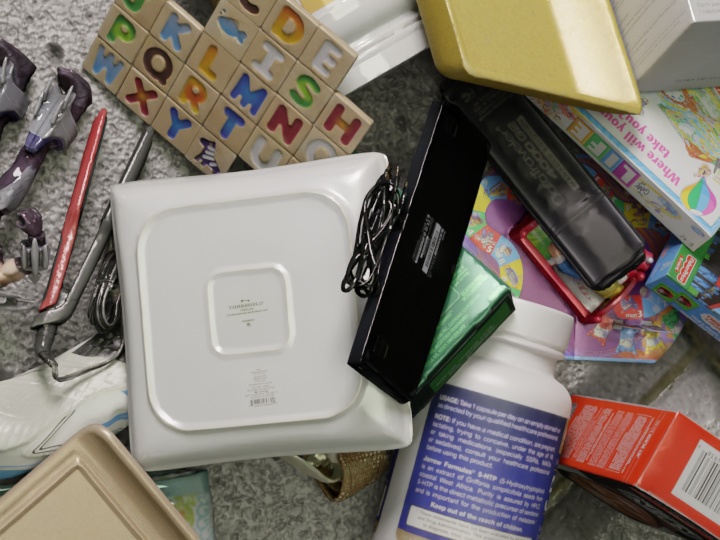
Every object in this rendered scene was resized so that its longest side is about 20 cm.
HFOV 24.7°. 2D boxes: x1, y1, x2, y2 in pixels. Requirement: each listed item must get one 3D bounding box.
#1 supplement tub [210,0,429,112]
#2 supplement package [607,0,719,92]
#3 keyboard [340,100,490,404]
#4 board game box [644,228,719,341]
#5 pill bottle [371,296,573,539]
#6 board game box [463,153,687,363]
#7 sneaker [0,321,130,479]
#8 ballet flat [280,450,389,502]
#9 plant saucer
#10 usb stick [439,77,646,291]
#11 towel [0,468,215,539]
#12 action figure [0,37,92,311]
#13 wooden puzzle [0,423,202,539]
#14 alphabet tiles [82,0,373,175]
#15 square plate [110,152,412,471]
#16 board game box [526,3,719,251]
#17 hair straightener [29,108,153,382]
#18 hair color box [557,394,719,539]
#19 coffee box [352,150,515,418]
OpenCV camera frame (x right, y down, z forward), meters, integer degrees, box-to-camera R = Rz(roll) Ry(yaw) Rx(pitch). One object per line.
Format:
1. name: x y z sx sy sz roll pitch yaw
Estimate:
1. supplement tub: -0.042 -0.220 1.159 0.144 0.144 0.201 -31 96 -11
2. supplement package: 0.239 -0.247 1.204 0.113 0.110 0.202 -6 71 -20
3. keyboard: 0.027 -0.022 1.094 0.104 0.039 0.202 43 58 -48
4. board game box: 0.332 0.007 1.273 0.199 0.037 0.152 36 64 -11
5. pill bottle: 0.088 0.120 1.193 0.118 0.120 0.202 16 87 -12
6. board game box: 0.174 -0.011 1.255 0.198 0.039 0.160 3 88 -13
7. sneaker: -0.189 0.090 1.169 0.198 0.073 0.072 -20 65 -24
8. ballet flat: -0.055 0.088 1.175 0.200 0.070 0.065 49 60 -14
9. plant saucer: 0.097 -0.200 1.149 0.199 0.048 0.202 6 62 -46
10. usb stick: 0.135 -0.074 1.227 0.055 0.033 0.201 -37 80 -3
11. towel: -0.198 0.234 1.167 0.198 0.048 0.173 -5 93 -13
12. action figure: -0.261 -0.054 1.142 0.129 0.069 0.202 19 77 4
13. wooden puzzle: -0.198 0.234 1.129 0.200 0.037 0.186 -39 99 -5
14. alphabet tiles: -0.089 -0.133 1.135 0.200 0.167 0.008 41 41 3
15. square plate: -0.071 0.028 1.110 0.198 0.028 0.201 -6 84 10
16. board game box: 0.220 -0.131 1.238 0.200 0.034 0.134 43 66 2
17. hair straightener: -0.176 -0.013 1.153 0.076 0.041 0.202 17 66 -9
18. hair color box: 0.211 0.144 1.179 0.101 0.200 0.062 33 83 -10
19. coffee box: 0.000 0.000 1.166 0.200 0.044 0.123 41 82 24
